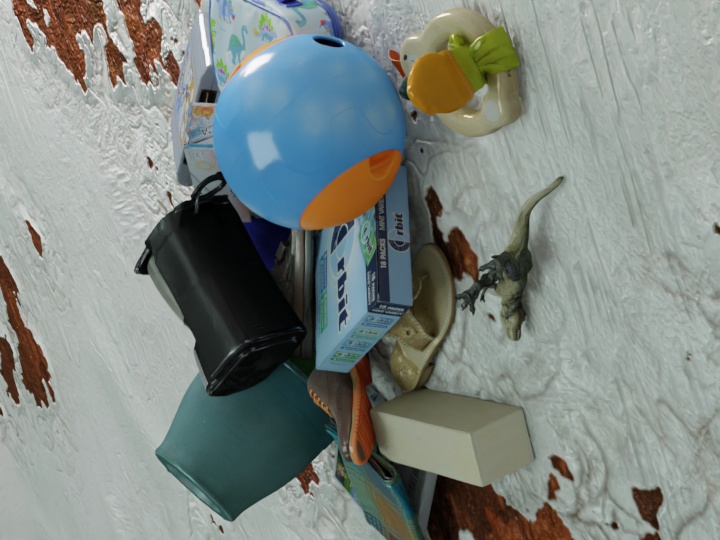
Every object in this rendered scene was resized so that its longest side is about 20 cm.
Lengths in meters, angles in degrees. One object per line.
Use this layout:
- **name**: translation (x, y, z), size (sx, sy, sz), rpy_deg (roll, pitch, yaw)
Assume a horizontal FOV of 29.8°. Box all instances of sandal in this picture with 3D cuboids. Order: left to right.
- **sandal**: translation (0.050, 0.067, 1.527), size (0.078, 0.069, 0.212), rpy_deg (47, 144, 33)

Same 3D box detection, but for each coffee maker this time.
- **coffee maker**: translation (-0.164, 0.023, 1.598), size (0.200, 0.134, 0.192), rpy_deg (57, 156, 21)

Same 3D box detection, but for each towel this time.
- **towel**: translation (-0.117, -0.019, 1.783), size (0.200, 0.049, 0.148), rpy_deg (32, 141, 46)
- **towel**: translation (0.027, 0.282, 1.655), size (0.147, 0.022, 0.201), rpy_deg (36, 154, 46)

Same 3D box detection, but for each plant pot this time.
- **plant pot**: translation (-0.152, 0.209, 1.724), size (0.200, 0.188, 0.200), rpy_deg (37, 164, 13)

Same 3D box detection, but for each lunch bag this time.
- **lunch bag**: translation (-0.096, -0.252, 1.557), size (0.200, 0.082, 0.162), rpy_deg (33, 136, 46)

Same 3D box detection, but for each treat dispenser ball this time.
- **treat dispenser ball**: translation (-0.053, -0.142, 1.396), size (0.201, 0.200, 0.202), rpy_deg (37, 138, 43)

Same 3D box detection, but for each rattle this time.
- **rattle**: translation (0.050, -0.177, 1.310), size (0.200, 0.143, 0.131), rpy_deg (18, 142, 47)

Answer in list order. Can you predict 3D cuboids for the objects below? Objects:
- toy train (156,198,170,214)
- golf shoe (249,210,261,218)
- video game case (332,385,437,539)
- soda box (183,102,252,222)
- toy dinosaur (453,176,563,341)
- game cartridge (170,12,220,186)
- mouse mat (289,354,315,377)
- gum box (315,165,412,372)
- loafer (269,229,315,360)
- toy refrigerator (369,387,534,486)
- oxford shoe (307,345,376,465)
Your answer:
- **toy train**: translation (-0.208, -0.030, 1.801), size (0.201, 0.084, 0.116), rpy_deg (61, 144, 5)
- **golf shoe**: translation (-0.087, -0.105, 1.645), size (0.200, 0.097, 0.079), rpy_deg (96, -175, -77)
- **video game case**: translation (0.029, 0.255, 1.733), size (0.182, 0.022, 0.201), rpy_deg (45, 144, 36)
- **soda box**: translation (-0.169, -0.128, 1.647), size (0.200, 0.068, 0.064), rpy_deg (89, -176, -67)
- **toy dinosaur**: translation (0.141, -0.001, 1.312), size (0.047, 0.088, 0.201), rpy_deg (38, 140, 27)
- **game cartridge**: translation (-0.212, -0.226, 1.756), size (0.134, 0.041, 0.201), rpy_deg (-108, 28, -42)
- **mouse mat**: translation (-0.120, 0.108, 1.803), size (0.160, 0.008, 0.200), rpy_deg (25, 143, -4)
- **gum box**: translation (0.000, 0.000, 1.522), size (0.200, 0.044, 0.171), rpy_deg (128, 145, -57)
- **loafer**: translation (-0.087, 0.024, 1.661), size (0.072, 0.062, 0.201), rpy_deg (-87, -2, -60)
- **toy refrigerator**: translation (0.099, 0.186, 1.515), size (0.200, 0.076, 0.070), rpy_deg (3, 111, 58)
- **oxford shoe**: translation (-0.024, 0.157, 1.614), size (0.200, 0.072, 0.072), rpy_deg (-93, -13, -52)
